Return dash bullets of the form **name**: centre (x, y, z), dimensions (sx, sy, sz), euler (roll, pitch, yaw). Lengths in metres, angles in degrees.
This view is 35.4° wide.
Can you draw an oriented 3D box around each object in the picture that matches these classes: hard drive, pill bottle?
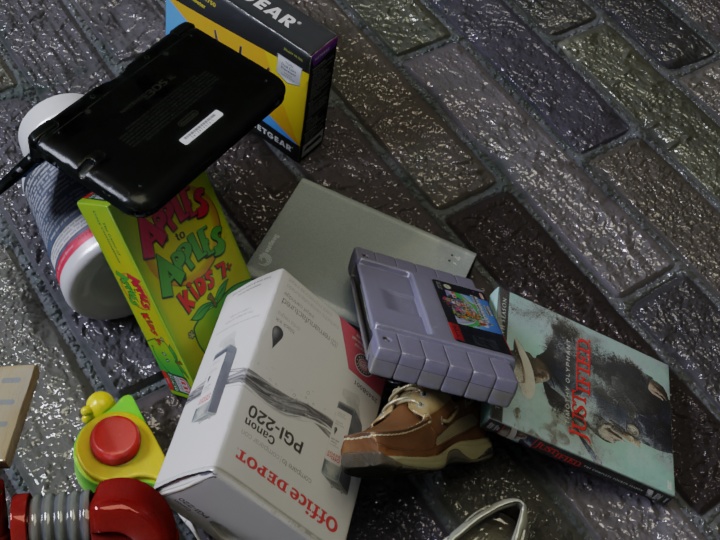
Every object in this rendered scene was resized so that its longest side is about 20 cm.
- **hard drive**: centre (0.000, 0.000, 1.111), dimensions (0.197, 0.033, 0.141), euler (23, 52, 9)
- **pill bottle**: centre (-0.251, -0.067, 1.063), dimensions (0.118, 0.120, 0.202), euler (-17, 57, -22)

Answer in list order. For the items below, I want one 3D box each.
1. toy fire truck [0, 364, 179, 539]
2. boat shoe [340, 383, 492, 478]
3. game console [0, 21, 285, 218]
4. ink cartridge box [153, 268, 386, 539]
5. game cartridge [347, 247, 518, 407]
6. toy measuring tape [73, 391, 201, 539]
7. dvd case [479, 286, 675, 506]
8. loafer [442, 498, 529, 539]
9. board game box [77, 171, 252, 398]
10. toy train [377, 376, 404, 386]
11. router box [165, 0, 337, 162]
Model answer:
- **toy fire truck**: centre (-0.224, 0.177, 0.833), dimensions (0.172, 0.129, 0.204), euler (-6, 96, -7)
- **boat shoe**: centre (0.045, 0.129, 0.934), dimensions (0.075, 0.199, 0.075), euler (-10, 81, 28)
- **game console**: centre (-0.187, -0.110, 0.956), dimensions (0.174, 0.117, 0.200), euler (31, 51, 14)
- **ink cartridge box**: centre (-0.066, 0.125, 0.930), dimensions (0.145, 0.084, 0.202), euler (40, 47, -27)
- **game cartridge**: centre (0.060, 0.043, 0.980), dimensions (0.127, 0.039, 0.201), euler (11, 23, -11)
- **toy measuring tape**: centre (-0.184, 0.182, 0.916), dimensions (0.073, 0.074, 0.201), euler (-21, 58, -24)
- **dvd case**: centre (0.200, 0.113, 1.026), dimensions (0.197, 0.022, 0.148), euler (24, 49, -14)
- **loafer**: centre (0.067, 0.256, 0.900), dimensions (0.069, 0.070, 0.200), euler (35, 55, 17)
- **board game box**: centre (-0.155, 0.002, 0.981), dimensions (0.047, 0.202, 0.101), euler (9, 40, 43)
- **toy train**: centre (0.082, 0.078, 1.020), dimensions (0.198, 0.035, 0.045), euler (-2, 11, -45)
- **router box**: centre (-0.120, -0.229, 1.194), dimensions (0.199, 0.150, 0.051), euler (35, 53, 18)
